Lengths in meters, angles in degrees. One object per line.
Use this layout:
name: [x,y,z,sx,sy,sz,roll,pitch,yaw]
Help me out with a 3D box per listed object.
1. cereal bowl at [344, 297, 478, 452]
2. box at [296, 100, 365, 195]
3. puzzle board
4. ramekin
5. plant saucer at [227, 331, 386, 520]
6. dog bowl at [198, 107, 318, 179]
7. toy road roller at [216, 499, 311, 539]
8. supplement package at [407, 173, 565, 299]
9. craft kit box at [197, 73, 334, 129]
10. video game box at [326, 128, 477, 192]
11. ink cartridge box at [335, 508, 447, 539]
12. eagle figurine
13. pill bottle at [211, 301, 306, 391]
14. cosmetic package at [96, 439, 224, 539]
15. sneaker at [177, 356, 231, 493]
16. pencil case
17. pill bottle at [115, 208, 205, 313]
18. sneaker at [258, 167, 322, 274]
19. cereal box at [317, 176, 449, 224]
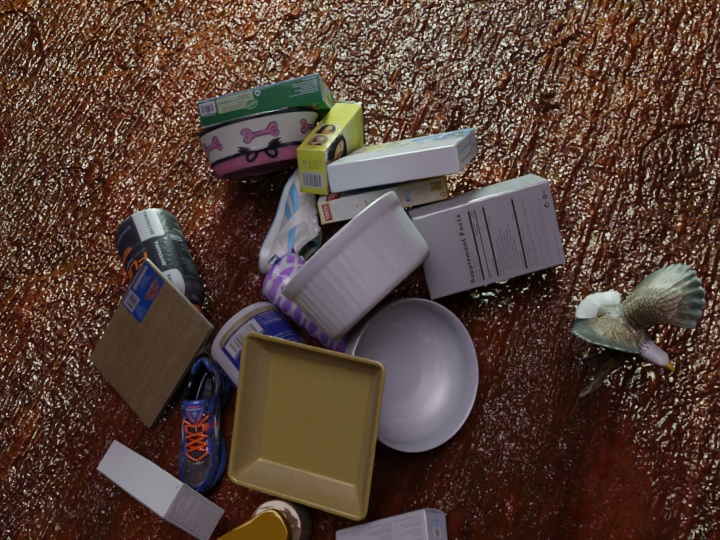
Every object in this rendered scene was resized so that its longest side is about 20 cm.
cereal bowl: [0.060,0.140,1.127,0.195,0.083,0.206,1,87,-23]
box: [-0.042,-0.197,1.300,0.049,0.077,0.201,6,34,15]
puzzle board: [-0.309,0.108,1.212,0.150,0.017,0.202,42,112,17]
ramekin: [0.000,0.000,1.087,0.200,0.201,0.098,-41,87,-11]
plant saucer: [-0.064,0.191,1.052,0.195,0.048,0.205,11,100,19]
dog bowl: [-0.156,-0.199,1.316,0.195,0.200,0.076,-11,92,5]
toy road roller: [-0.135,0.399,1.047,0.198,0.123,0.148,-33,74,-1]
supplement package: [0.176,-0.051,1.185,0.195,0.121,0.123,-15,100,3]
craft kit box: [-0.146,-0.262,1.340,0.195,0.198,0.050,-12,95,6]
video game box: [0.067,-0.167,1.241,0.195,0.048,0.182,-7,17,19]
ink cartridge box: [0.041,0.408,1.003,0.158,0.047,0.205,-26,57,37]
eagle figurine: [0.350,0.074,1.066,0.147,0.201,0.155,10,65,16]
pill bottle: [-0.110,0.154,1.160,0.119,0.120,0.200,-39,66,-10]
cosmetic package: [-0.270,0.291,1.097,0.198,0.083,0.051,10,60,49]
sneaker: [-0.232,0.216,1.178,0.073,0.079,0.205,-6,62,8]
pencil case: [-0.054,0.056,1.204,0.199,0.084,0.086,39,65,10]
pill bottle: [-0.304,0.012,1.279,0.105,0.107,0.202,-27,61,-4]
sneaker: [-0.094,-0.077,1.307,0.079,0.077,0.204,15,73,9]
cereal box: [0.035,-0.121,1.268,0.195,0.144,0.041,-11,105,5]
